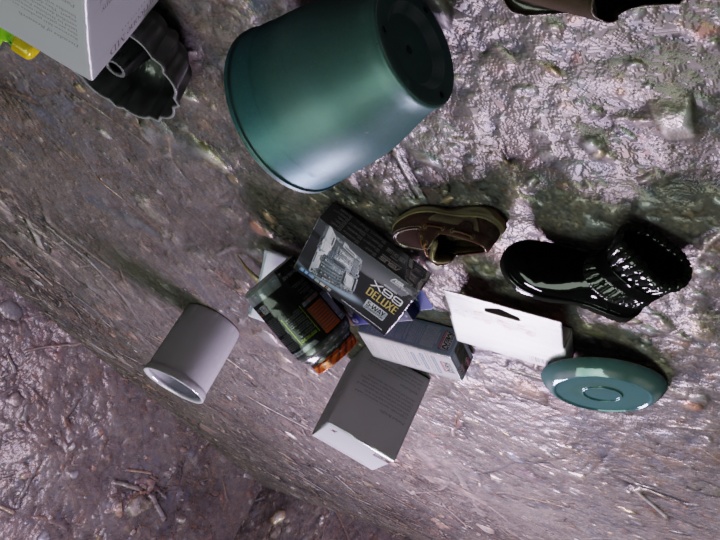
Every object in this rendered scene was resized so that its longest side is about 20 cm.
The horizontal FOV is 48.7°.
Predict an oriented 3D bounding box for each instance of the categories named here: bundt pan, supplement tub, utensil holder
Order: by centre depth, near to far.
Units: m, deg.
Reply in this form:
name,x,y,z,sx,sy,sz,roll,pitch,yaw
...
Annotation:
name,x,y,z,sx,sy,sz,roll,pitch,yaw
bundt pan,-0.320,-0.305,1.104,0.202,0.076,0.202,23,154,12
supplement tub,-0.105,0.083,1.454,0.200,0.122,0.122,51,152,-4
utensil holder,-0.424,0.210,2.024,0.170,0.200,0.170,23,153,12

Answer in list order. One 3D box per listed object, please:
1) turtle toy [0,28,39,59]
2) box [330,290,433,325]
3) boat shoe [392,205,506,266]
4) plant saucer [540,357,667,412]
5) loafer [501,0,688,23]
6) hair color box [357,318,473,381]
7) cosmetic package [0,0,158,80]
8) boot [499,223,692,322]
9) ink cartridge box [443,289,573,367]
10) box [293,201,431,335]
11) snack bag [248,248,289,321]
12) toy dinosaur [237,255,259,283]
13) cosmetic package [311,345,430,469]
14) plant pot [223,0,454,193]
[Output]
name,x,y,z,sx,sy,sz,roll,pitch,yaw
turtle toy,-0.498,-0.379,1.118,0.146,0.101,0.200,33,155,-11
box,0.023,0.039,1.408,0.200,0.032,0.121,-10,122,47
boat shoe,0.115,-0.045,1.148,0.200,0.072,0.072,1,143,44
plant saucer,0.396,0.193,1.302,0.200,0.027,0.200,10,153,5
loafer,0.199,-0.251,0.679,0.200,0.071,0.073,4,145,42
hair color box,0.105,0.140,1.519,0.200,0.061,0.099,13,151,31
cosmetic package,-0.333,-0.365,0.899,0.166,0.167,0.200,30,156,-4
boot,0.296,-0.009,1.018,0.211,0.080,0.158,16,161,2
ink cartridge box,0.243,0.085,1.296,0.200,0.044,0.174,16,151,25
box,0.000,0.000,1.315,0.200,0.050,0.158,37,144,2
snack bag,-0.117,0.060,1.546,0.200,0.021,0.189,24,128,5
toy dinosaur,-0.173,0.045,1.628,0.200,0.058,0.101,40,154,-23
cosmetic package,0.021,0.302,1.739,0.165,0.200,0.165,31,155,-4
plant pot,-0.011,-0.208,0.858,0.188,0.200,0.200,-19,130,38
